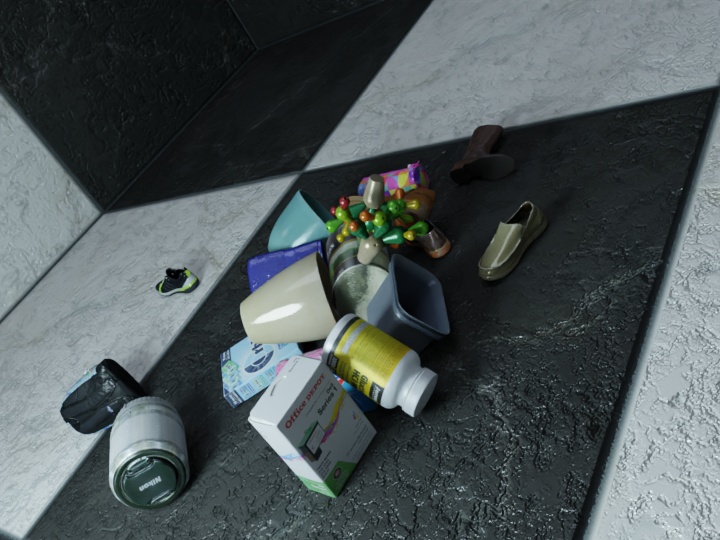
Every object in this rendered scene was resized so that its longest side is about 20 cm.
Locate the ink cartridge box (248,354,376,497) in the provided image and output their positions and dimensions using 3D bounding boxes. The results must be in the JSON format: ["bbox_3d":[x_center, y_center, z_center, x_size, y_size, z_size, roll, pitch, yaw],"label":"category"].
[{"bbox_3d":[-0.080,0.270,1.312,0.083,0.202,0.146,2,45,46],"label":"ink cartridge box"}]

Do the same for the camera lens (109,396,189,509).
[{"bbox_3d":[-0.442,0.381,1.570,0.158,0.161,0.200,-35,29,0],"label":"camera lens"}]

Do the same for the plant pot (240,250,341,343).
[{"bbox_3d":[-0.155,0.080,1.634,0.196,0.190,0.189,-19,31,4],"label":"plant pot"}]

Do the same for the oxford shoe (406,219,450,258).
[{"bbox_3d":[0.139,-0.097,1.735,0.071,0.074,0.199,-40,30,-10],"label":"oxford shoe"}]

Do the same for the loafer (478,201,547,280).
[{"bbox_3d":[0.300,-0.063,1.527,0.200,0.068,0.075,-48,32,-21],"label":"loafer"}]

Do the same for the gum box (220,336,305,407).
[{"bbox_3d":[-0.225,0.198,1.721,0.198,0.045,0.171,-33,30,4],"label":"gum box"}]

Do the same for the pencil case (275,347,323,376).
[{"bbox_3d":[-0.082,0.195,1.542,0.196,0.087,0.084,-23,51,19],"label":"pencil case"}]

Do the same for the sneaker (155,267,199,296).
[{"bbox_3d":[-0.567,0.022,2.287,0.197,0.083,0.072,-9,38,39],"label":"sneaker"}]

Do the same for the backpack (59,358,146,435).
[{"bbox_3d":[-0.660,0.326,1.899,0.199,0.164,0.154,-40,21,4],"label":"backpack"}]

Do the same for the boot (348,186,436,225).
[{"bbox_3d":[0.071,-0.150,1.711,0.195,0.075,0.155,13,31,16],"label":"boot"}]

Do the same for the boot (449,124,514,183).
[{"bbox_3d":[0.327,-0.305,1.859,0.183,0.065,0.201,-4,38,40],"label":"boot"}]

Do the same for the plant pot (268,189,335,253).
[{"bbox_3d":[-0.134,-0.071,1.872,0.161,0.200,0.201,-45,28,8],"label":"plant pot"}]

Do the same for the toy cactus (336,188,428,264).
[{"bbox_3d":[0.031,-0.086,1.499,0.166,0.196,0.104,-61,38,43],"label":"toy cactus"}]

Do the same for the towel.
[{"bbox_3d":[-0.165,0.023,1.772,0.195,0.050,0.152,-12,78,12],"label":"towel"}]

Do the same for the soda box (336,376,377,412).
[{"bbox_3d":[-0.059,0.245,1.465,0.196,0.065,0.069,-19,33,28],"label":"soda box"}]

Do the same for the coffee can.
[{"bbox_3d":[0.000,0.000,1.668,0.144,0.148,0.201,-29,30,10],"label":"coffee can"}]

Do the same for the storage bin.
[{"bbox_3d":[0.088,0.093,1.479,0.135,0.144,0.202,-52,22,27],"label":"storage bin"}]

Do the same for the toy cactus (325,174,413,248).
[{"bbox_3d":[0.025,-0.126,1.571,0.195,0.168,0.103,3,38,-8],"label":"toy cactus"}]

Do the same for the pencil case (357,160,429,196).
[{"bbox_3d":[0.086,-0.223,1.961,0.197,0.089,0.089,-13,36,36],"label":"pencil case"}]

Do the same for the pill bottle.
[{"bbox_3d":[0.035,0.173,1.349,0.197,0.113,0.113,30,62,20],"label":"pill bottle"}]
